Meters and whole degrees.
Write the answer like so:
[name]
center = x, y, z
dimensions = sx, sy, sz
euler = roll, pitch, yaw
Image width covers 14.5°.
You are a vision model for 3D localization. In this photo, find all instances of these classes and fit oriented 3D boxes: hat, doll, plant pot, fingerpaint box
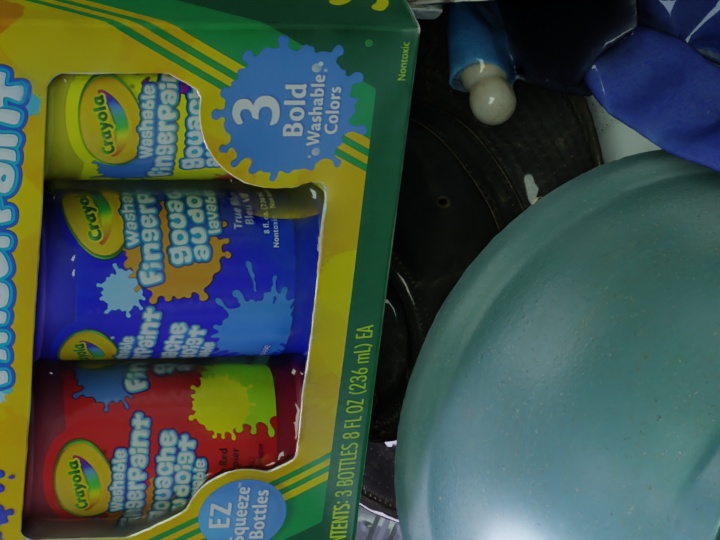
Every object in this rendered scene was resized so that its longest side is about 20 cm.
[hat]
center = 0.000, 0.000, 1.004
dimensions = 0.200, 0.081, 0.201
euler = 7, 101, 40
[doll]
center = 0.095, -0.092, 0.957
dimensions = 0.136, 0.048, 0.200
euler = -41, 50, -18
[plant pot]
center = 0.128, 0.073, 0.923
dimensions = 0.200, 0.134, 0.201
euler = -8, 109, -22
[fingerpaint box]
center = -0.078, -0.002, 0.898
dimensions = 0.167, 0.073, 0.200
euler = 0, 119, -14

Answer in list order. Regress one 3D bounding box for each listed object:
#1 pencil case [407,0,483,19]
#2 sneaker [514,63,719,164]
[pencil case]
center = 0.070, -0.121, 0.900
dimensions = 0.200, 0.078, 0.090
euler = 0, 80, 35
[sneaker]
center = 0.090, -0.032, 1.026
dimensions = 0.115, 0.074, 0.200
euler = 16, 92, 24
